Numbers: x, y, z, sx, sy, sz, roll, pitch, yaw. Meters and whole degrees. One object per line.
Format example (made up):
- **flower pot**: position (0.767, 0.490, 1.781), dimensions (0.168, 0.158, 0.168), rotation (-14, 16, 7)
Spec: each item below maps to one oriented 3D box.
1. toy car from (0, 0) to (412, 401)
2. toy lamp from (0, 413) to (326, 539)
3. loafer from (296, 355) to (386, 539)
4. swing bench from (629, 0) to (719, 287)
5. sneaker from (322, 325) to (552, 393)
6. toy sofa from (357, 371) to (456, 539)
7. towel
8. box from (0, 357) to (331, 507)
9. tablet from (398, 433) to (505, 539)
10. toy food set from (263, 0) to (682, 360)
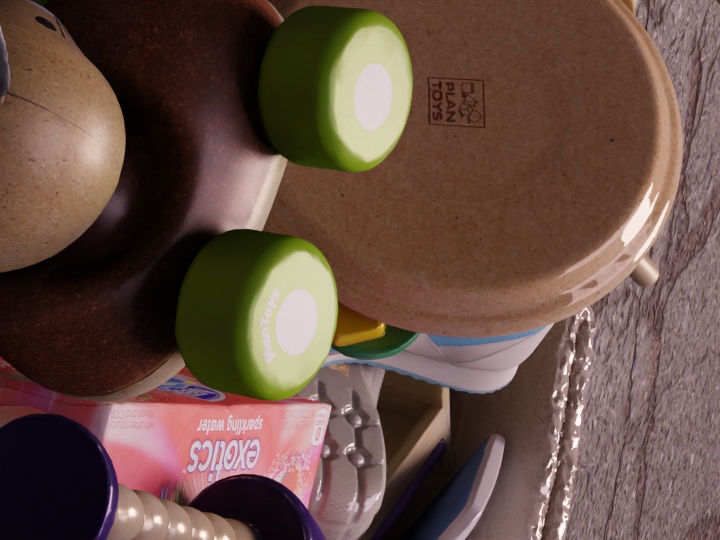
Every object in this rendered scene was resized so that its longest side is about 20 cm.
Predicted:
- **toy car**: position (-0.110, -0.058, 0.744), dimensions (0.200, 0.164, 0.158), rotation (37, 67, -53)
- **toy lamp**: position (-0.062, 0.090, 0.797), dimensions (0.200, 0.058, 0.058), rotation (31, 74, -67)
- **loafer**: position (-0.023, 0.051, 1.071), dimensions (0.070, 0.070, 0.200), rotation (-55, -160, 38)
- **swing bench**: position (0.108, -0.133, 1.252), dimensions (0.199, 0.129, 0.200), rotation (-66, 150, -24)
- **sneaker**: position (0.000, 0.000, 1.019), dimensions (0.200, 0.077, 0.081), rotation (5, 139, -31)
- **toy sofa**: position (-0.029, 0.131, 1.114), dimensions (0.200, 0.083, 0.098), rotation (-51, 146, -47)
- **towel**: position (0.057, 0.113, 1.198), dimensions (0.034, 0.132, 0.201), rotation (29, 63, -36)
- **box**: position (-0.100, 0.089, 0.905), dimensions (0.200, 0.094, 0.103), rotation (10, 93, -68)
- **tablet**: position (0.001, 0.169, 1.134), dimensions (0.200, 0.014, 0.130), rotation (-50, -179, 15)
- **toy food set**: position (0.036, -0.061, 0.981), dimensions (0.049, 0.197, 0.200), rotation (104, -28, -66)
